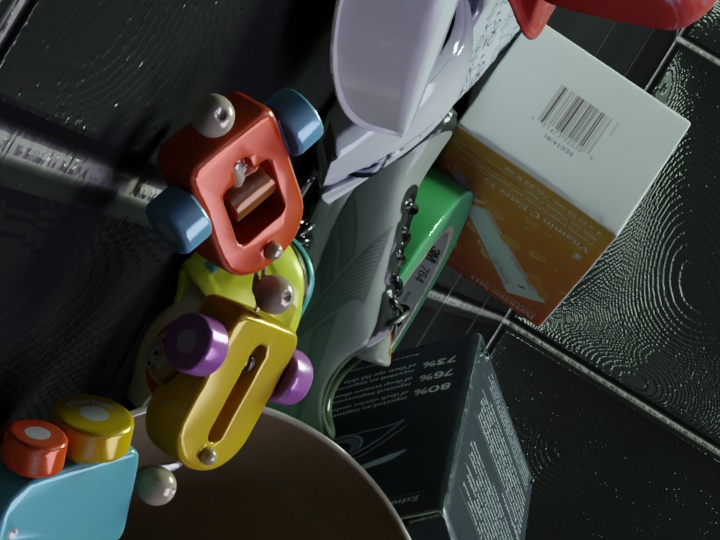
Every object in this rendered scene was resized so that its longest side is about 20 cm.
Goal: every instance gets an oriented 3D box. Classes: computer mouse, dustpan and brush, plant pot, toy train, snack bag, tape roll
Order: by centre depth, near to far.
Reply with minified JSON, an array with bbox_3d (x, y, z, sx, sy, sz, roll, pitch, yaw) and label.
[{"bbox_3d":[-0.089,0.025,0.707,0.200,0.056,0.150,-45,142,-18],"label":"toy train"},{"bbox_3d":[0.012,-0.127,0.772,0.200,0.057,0.140,-36,146,-86],"label":"dustpan and brush"},{"bbox_3d":[-0.087,0.161,0.822,0.200,0.200,0.134,-54,-163,-28],"label":"plant pot"},{"bbox_3d":[0.007,-0.066,0.963,0.200,0.044,0.110,-55,171,-19],"label":"computer mouse"},{"bbox_3d":[0.091,-0.179,1.133,0.189,0.021,0.200,-46,165,-56],"label":"snack bag"},{"bbox_3d":[0.001,0.023,1.259,0.200,0.048,0.200,-56,172,-11],"label":"tape roll"}]

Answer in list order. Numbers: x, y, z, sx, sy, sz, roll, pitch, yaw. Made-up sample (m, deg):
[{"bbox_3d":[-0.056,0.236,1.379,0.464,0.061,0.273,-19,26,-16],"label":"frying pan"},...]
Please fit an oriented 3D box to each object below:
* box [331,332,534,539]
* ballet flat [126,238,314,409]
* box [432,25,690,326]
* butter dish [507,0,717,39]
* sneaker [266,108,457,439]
[{"bbox_3d":[0.004,0.135,1.060,0.200,0.148,0.104,-69,142,-62],"label":"box"},{"bbox_3d":[-0.081,0.062,0.889,0.067,0.067,0.200,-20,143,-43],"label":"ballet flat"},{"bbox_3d":[0.118,-0.060,1.319,0.097,0.124,0.200,-54,176,-20],"label":"box"},{"bbox_3d":[0.164,-0.198,0.980,0.200,0.148,0.200,-64,169,-1],"label":"butter dish"},{"bbox_3d":[0.000,0.000,1.049,0.200,0.079,0.074,-60,170,1],"label":"sneaker"}]
